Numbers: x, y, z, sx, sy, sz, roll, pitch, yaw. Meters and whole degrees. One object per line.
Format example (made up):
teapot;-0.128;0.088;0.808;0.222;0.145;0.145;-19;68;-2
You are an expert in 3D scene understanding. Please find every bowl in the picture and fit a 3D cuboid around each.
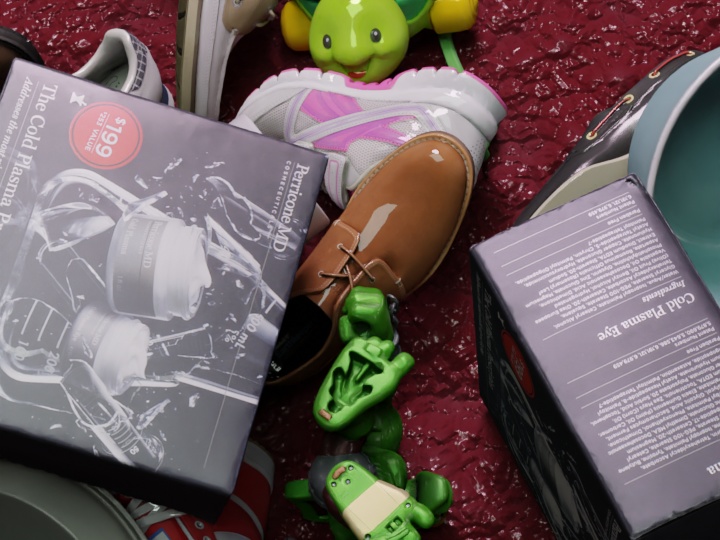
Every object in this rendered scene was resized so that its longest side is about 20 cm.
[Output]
bowl;0.245;-0.061;1.001;0.200;0.201;0.105;-30;22;-7

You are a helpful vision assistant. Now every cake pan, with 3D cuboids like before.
cake pan;-0.204;0.202;0.934;0.200;0.037;0.201;4;103;19

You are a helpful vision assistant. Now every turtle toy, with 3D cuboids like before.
turtle toy;0.005;-0.209;1.132;0.145;0.101;0.201;-6;62;13

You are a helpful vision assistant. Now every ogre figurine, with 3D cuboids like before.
ogre figurine;0.003;0.122;0.964;0.098;0.120;0.200;-17;64;-5

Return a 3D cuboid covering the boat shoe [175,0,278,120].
boat shoe;-0.090;-0.192;1.124;0.068;0.201;0.075;4;18;-14

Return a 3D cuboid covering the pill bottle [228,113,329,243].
pill bottle;-0.124;-0.003;1.028;0.200;0.120;0.120;-39;64;-1

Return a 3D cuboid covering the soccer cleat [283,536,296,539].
soccer cleat;-0.062;0.253;0.924;0.073;0.068;0.201;0;77;8

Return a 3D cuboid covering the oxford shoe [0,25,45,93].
oxford shoe;-0.255;-0.097;1.076;0.072;0.200;0.085;17;63;-12

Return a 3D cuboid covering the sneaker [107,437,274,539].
sneaker;-0.137;0.127;0.946;0.200;0.071;0.113;26;40;-24

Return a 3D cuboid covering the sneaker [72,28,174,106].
sneaker;-0.210;-0.077;1.117;0.076;0.081;0.200;27;71;18

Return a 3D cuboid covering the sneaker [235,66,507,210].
sneaker;-0.005;-0.079;1.069;0.200;0.081;0.088;-1;65;33

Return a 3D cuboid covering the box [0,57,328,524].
box;-0.133;0.013;0.892;0.182;0.104;0.201;17;71;-6

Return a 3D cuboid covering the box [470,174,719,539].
box;0.148;0.083;0.909;0.104;0.200;0.182;-25;62;-7

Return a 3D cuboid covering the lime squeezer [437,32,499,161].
lime squeezer;0.054;-0.087;1.108;0.070;0.038;0.200;14;67;15

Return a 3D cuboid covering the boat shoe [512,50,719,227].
boat shoe;0.174;-0.067;1.070;0.201;0.074;0.063;-41;32;-3

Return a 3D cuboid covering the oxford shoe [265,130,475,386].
oxford shoe;0.000;0.000;1.005;0.071;0.071;0.200;39;105;4
